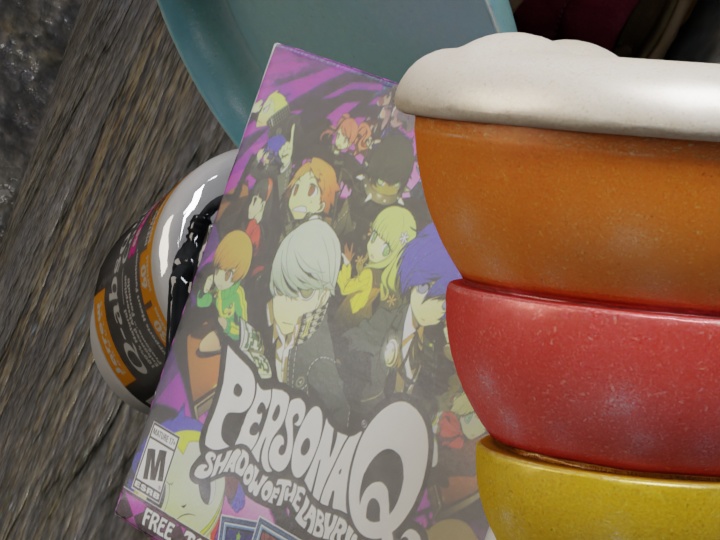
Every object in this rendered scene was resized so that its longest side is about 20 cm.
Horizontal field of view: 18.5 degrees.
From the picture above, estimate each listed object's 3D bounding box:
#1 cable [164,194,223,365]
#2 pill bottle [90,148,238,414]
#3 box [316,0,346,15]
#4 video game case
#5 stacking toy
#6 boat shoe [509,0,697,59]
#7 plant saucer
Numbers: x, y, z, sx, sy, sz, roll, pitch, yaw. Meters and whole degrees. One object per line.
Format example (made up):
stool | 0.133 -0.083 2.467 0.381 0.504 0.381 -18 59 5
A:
cable | -0.019 0.060 0.908 0.163 0.051 0.201 2 87 45
pill bottle | -0.069 0.015 1.104 0.200 0.116 0.117 148 141 -67
box | 0.048 -0.171 0.779 0.200 0.048 0.118 -28 54 58
video game case | 0.014 0.034 0.726 0.200 0.036 0.182 25 97 45
stacking toy | 0.076 0.041 0.581 0.146 0.145 0.201 -152 65 -76
boat shoe | 0.069 -0.079 0.810 0.069 0.073 0.200 -87 21 -53
plant saucer | -0.008 -0.095 0.803 0.027 0.200 0.200 -34 -5 -31
